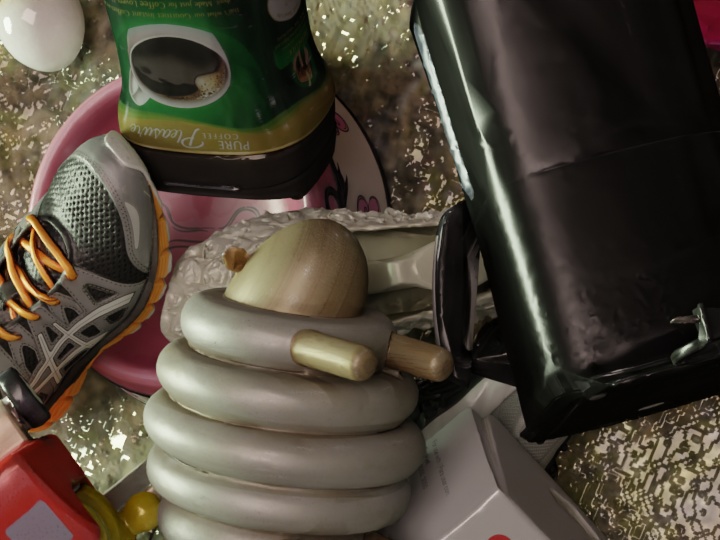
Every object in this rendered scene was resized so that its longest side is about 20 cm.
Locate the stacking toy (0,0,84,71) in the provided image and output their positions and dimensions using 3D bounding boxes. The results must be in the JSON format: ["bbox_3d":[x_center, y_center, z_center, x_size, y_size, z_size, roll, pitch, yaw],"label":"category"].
[{"bbox_3d":[-0.202,-0.205,1.028,0.145,0.146,0.202,-21,94,16],"label":"stacking toy"}]

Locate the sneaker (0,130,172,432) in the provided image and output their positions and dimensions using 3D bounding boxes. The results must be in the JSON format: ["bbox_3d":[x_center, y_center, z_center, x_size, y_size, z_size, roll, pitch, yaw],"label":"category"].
[{"bbox_3d":[-0.158,0.016,0.913,0.078,0.077,0.201,50,127,25],"label":"sneaker"}]

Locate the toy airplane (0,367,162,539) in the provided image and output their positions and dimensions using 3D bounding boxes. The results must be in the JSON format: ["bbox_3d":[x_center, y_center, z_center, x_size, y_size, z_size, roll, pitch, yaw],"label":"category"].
[{"bbox_3d":[-0.134,0.144,0.924,0.141,0.198,0.201,48,128,21],"label":"toy airplane"}]

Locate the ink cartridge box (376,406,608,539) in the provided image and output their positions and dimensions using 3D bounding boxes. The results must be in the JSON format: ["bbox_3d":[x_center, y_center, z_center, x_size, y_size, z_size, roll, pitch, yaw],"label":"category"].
[{"bbox_3d":[0.030,0.186,0.888,0.200,0.085,0.145,-41,111,10],"label":"ink cartridge box"}]

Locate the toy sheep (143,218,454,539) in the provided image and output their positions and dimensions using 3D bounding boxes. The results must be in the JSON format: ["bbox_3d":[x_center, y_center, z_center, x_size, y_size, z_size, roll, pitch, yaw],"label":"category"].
[{"bbox_3d":[-0.032,0.076,0.820,0.137,0.138,0.202,13,95,19],"label":"toy sheep"}]

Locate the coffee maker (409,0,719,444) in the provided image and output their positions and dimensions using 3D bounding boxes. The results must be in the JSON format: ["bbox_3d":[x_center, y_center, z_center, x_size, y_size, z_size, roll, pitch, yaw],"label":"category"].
[{"bbox_3d":[0.108,-0.047,0.789,0.192,0.134,0.202,-36,66,58],"label":"coffee maker"}]

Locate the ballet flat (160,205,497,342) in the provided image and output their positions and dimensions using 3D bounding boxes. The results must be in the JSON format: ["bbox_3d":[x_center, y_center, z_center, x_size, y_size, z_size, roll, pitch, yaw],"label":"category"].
[{"bbox_3d":[0.000,0.000,0.896,0.198,0.072,0.073,-10,81,-4],"label":"ballet flat"}]

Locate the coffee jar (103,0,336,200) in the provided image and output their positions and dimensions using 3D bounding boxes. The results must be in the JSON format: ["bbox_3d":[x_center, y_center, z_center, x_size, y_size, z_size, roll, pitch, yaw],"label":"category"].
[{"bbox_3d":[-0.071,-0.128,0.862,0.103,0.085,0.202,6,125,21],"label":"coffee jar"}]

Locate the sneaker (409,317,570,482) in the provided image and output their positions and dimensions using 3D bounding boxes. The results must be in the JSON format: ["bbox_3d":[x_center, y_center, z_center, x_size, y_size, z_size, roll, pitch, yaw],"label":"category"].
[{"bbox_3d":[0.081,0.069,0.930,0.199,0.074,0.080,-37,106,6],"label":"sneaker"}]

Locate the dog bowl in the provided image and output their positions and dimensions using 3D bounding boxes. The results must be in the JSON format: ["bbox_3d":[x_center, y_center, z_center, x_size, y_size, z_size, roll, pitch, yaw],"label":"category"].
[{"bbox_3d":[-0.087,-0.021,0.986,0.198,0.074,0.202,-2,85,19],"label":"dog bowl"}]

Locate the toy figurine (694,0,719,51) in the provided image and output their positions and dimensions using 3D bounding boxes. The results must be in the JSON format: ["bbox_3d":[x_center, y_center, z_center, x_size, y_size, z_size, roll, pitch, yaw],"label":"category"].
[{"bbox_3d":[0.187,-0.190,0.866,0.149,0.200,0.186,8,103,-19],"label":"toy figurine"}]
